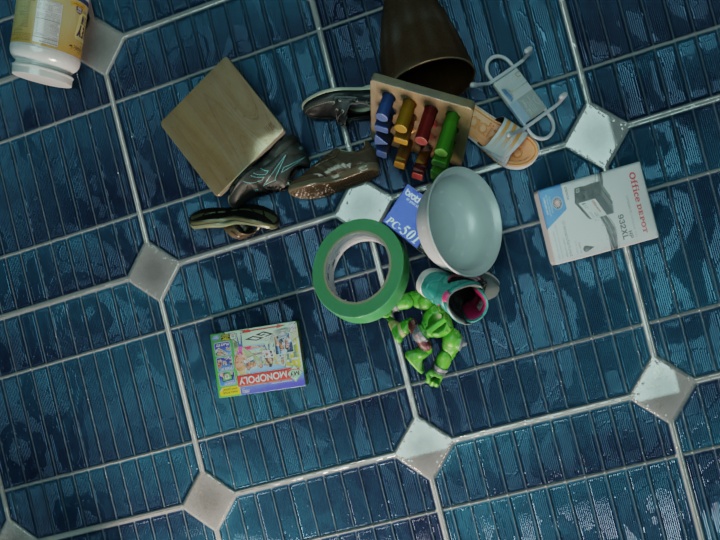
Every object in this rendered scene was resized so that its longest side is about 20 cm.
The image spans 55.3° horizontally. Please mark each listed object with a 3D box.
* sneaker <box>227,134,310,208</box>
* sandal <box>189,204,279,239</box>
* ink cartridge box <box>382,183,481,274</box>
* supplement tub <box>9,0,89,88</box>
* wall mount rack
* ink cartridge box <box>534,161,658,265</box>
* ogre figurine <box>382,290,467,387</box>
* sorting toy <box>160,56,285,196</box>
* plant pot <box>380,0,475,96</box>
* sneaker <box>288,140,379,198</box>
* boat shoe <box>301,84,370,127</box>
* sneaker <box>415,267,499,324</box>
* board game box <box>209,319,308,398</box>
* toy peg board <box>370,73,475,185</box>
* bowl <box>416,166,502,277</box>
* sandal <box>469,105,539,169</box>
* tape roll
[{"bbox_3d":[-0.191,-0.191,1.426,0.199,0.075,0.080,-41,90,6],"label":"sneaker"},{"bbox_3d":[-0.262,-0.098,1.449,0.194,0.080,0.059,0,117,12],"label":"sandal"},{"bbox_3d":[0.149,-0.076,1.390,0.198,0.044,0.095,38,95,7],"label":"ink cartridge box"},{"bbox_3d":[-0.663,-0.506,1.463,0.140,0.144,0.207,10,93,9],"label":"supplement tub"},{"bbox_3d":[0.298,-0.335,1.326,0.172,0.075,0.202,-34,83,-16],"label":"wall mount rack"},{"bbox_3d":[0.449,-0.107,1.321,0.194,0.084,0.150,-15,88,9],"label":"ink cartridge box"},{"bbox_3d":[0.130,0.121,1.370,0.119,0.098,0.203,-35,72,18],"label":"ogre figurine"},{"bbox_3d":[-0.280,-0.295,1.441,0.198,0.070,0.201,-41,84,8],"label":"sorting toy"},{"bbox_3d":[0.110,-0.446,1.335,0.182,0.187,0.206,-15,75,9],"label":"plant pot"},{"bbox_3d":[-0.058,-0.207,1.420,0.194,0.071,0.078,-14,70,5],"label":"sneaker"},{"bbox_3d":[-0.023,-0.326,1.397,0.193,0.075,0.068,-6,72,0],"label":"boat shoe"},{"bbox_3d":[0.213,0.047,1.300,0.195,0.121,0.086,2,114,-32],"label":"sneaker"},{"bbox_3d":[-0.215,0.188,1.460,0.194,0.029,0.139,-10,89,9],"label":"board game box"},{"bbox_3d":[0.101,-0.249,1.305,0.194,0.201,0.100,18,70,8],"label":"toy peg board"},{"bbox_3d":[0.171,-0.085,1.299,0.089,0.197,0.208,-11,89,52],"label":"bowl"},{"bbox_3d":[0.259,-0.271,1.361,0.204,0.059,0.080,32,95,7],"label":"sandal"},{"bbox_3d":[0.000,0.000,1.378,0.195,0.048,0.207,-7,71,20],"label":"tape roll"}]
